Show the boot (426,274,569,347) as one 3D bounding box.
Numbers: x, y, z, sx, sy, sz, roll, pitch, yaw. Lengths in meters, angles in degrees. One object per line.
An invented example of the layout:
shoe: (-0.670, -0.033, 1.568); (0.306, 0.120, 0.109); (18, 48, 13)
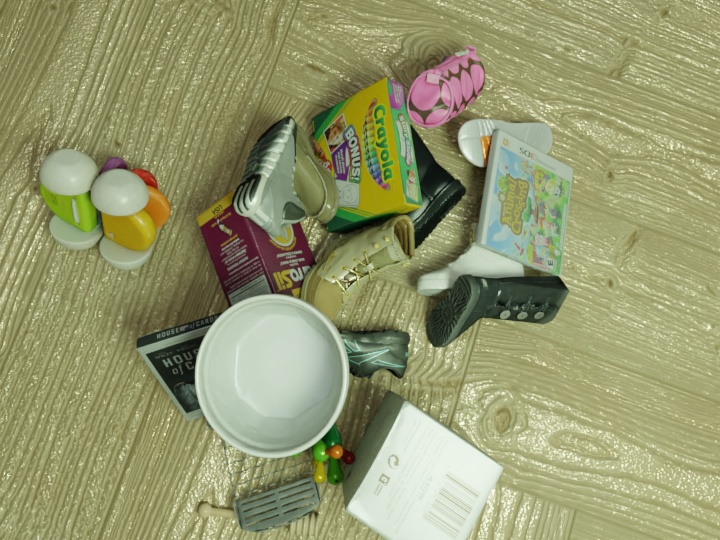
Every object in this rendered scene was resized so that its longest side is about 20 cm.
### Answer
boot: (0.227, 0.070, 0.946); (0.196, 0.166, 0.067); (-1, 55, -26)

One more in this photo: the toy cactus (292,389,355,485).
toy cactus: (-0.063, 0.220, 0.873); (0.102, 0.165, 0.201); (-37, 91, 35)

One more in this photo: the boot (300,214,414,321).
boot: (0.000, 0.000, 0.862); (0.073, 0.153, 0.201); (54, 38, -23)

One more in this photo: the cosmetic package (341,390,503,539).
cosmetic package: (0.080, 0.302, 0.846); (0.164, 0.200, 0.169); (32, 81, 1)

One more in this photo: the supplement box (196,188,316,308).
supplement box: (-0.153, -0.018, 0.897); (0.102, 0.130, 0.204); (-26, 84, 31)

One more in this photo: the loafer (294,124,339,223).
loafer: (-0.103, -0.162, 0.942); (0.076, 0.067, 0.202); (-48, 61, 34)

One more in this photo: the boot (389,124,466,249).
boot: (0.061, -0.129, 0.970); (0.200, 0.076, 0.169); (-46, 68, 14)

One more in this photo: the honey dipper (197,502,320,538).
honey dipper: (-0.163, 0.396, 0.903); (0.195, 0.038, 0.039); (7, 82, -1)

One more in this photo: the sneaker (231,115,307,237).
sneaker: (-0.120, -0.134, 0.872); (0.115, 0.074, 0.203); (45, 48, -34)

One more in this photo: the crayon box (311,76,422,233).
crayon box: (0.006, -0.181, 0.928); (0.058, 0.170, 0.205); (0, 78, -48)

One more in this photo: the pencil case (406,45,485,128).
pencil case: (0.145, -0.308, 0.941); (0.089, 0.095, 0.200); (27, 39, 11)

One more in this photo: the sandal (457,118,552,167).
sandal: (0.249, -0.224, 1.005); (0.202, 0.059, 0.081); (-6, 99, -25)

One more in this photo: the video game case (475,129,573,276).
video game case: (0.284, -0.112, 0.963); (0.179, 0.022, 0.205); (18, 75, -24)

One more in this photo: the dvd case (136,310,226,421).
dvd case: (-0.229, 0.149, 0.863); (0.147, 0.202, 0.025); (-17, 47, -6)

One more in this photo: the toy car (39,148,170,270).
toy car: (-0.402, -0.116, 0.910); (0.196, 0.177, 0.152); (21, 47, 0)

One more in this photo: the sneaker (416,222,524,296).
sneaker: (0.182, -0.020, 0.966); (0.195, 0.074, 0.119); (-5, 81, -14)

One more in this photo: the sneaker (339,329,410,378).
sneaker: (-0.014, 0.136, 0.927); (0.195, 0.075, 0.081); (2, 84, -3)

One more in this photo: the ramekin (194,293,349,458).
ramekin: (-0.108, 0.133, 0.754); (0.195, 0.105, 0.206); (0, 88, 4)

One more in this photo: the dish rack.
dish rack: (-0.147, 0.298, 0.894); (0.150, 0.055, 0.204); (-16, 73, -7)
